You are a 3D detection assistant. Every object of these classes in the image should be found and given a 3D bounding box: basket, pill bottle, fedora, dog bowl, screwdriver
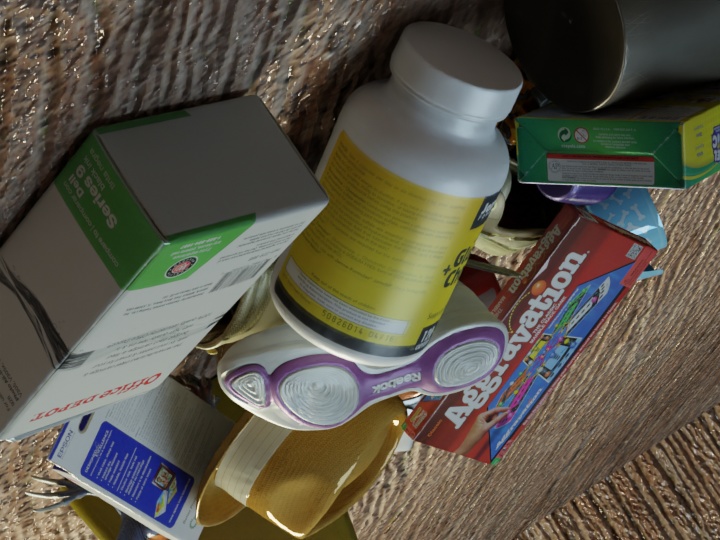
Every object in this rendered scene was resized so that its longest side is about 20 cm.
[{"bbox_3d":[0.200,-0.181,1.527,0.199,0.136,0.181,-21,153,-33],"label":"basket"},{"bbox_3d":[0.026,-0.049,1.517,0.112,0.112,0.201,-16,137,-52],"label":"pill bottle"},{"bbox_3d":[-0.028,0.123,1.719,0.201,0.082,0.201,-44,165,-15],"label":"fedora"},{"bbox_3d":[0.203,-0.047,1.994,0.049,0.112,0.200,-27,166,-2],"label":"dog bowl"},{"bbox_3d":[0.040,-0.016,1.658,0.028,0.029,0.199,-40,-153,-26],"label":"screwdriver"}]

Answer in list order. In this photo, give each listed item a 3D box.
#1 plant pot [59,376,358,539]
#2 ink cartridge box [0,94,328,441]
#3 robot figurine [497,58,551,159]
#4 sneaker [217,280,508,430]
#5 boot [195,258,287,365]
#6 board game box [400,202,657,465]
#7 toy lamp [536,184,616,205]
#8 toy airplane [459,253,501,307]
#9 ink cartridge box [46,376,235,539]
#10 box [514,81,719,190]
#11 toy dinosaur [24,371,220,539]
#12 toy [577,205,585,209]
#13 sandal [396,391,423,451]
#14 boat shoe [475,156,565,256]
[{"bbox_3d":[-0.101,0.208,1.974,0.199,0.177,0.200,-34,165,-4],"label":"plant pot"},{"bbox_3d":[-0.136,-0.001,1.412,0.146,0.084,0.200,-17,157,-51],"label":"ink cartridge box"},{"bbox_3d":[0.169,-0.143,1.712,0.199,0.058,0.145,-29,164,-26],"label":"robot figurine"},{"bbox_3d":[-0.006,0.048,1.627,0.199,0.100,0.075,-8,130,-20],"label":"sneaker"},{"bbox_3d":[-0.078,0.029,1.664,0.155,0.073,0.200,-20,157,-48],"label":"boot"},{"bbox_3d":[0.120,0.048,1.723,0.103,0.019,0.200,21,110,-47],"label":"board game box"},{"bbox_3d":[0.183,-0.084,1.707,0.058,0.058,0.200,-44,167,31],"label":"toy lamp"},{"bbox_3d":[0.082,0.052,1.962,0.200,0.142,0.199,-42,164,30],"label":"toy airplane"},{"bbox_3d":[-0.155,0.118,1.695,0.095,0.037,0.200,-65,148,-12],"label":"ink cartridge box"},{"bbox_3d":[0.191,-0.094,1.566,0.117,0.049,0.200,4,-163,28],"label":"box"},{"bbox_3d":[-0.143,0.170,1.795,0.105,0.199,0.183,143,-38,-72],"label":"toy dinosaur"},{"bbox_3d":[0.144,0.022,1.792,0.201,0.047,0.115,-60,179,30],"label":"toy"},{"bbox_3d":[0.009,0.119,1.870,0.207,0.079,0.059,107,-1,-55],"label":"sandal"},{"bbox_3d":[0.074,-0.060,1.651,0.066,0.075,0.200,-13,164,34],"label":"boat shoe"}]
